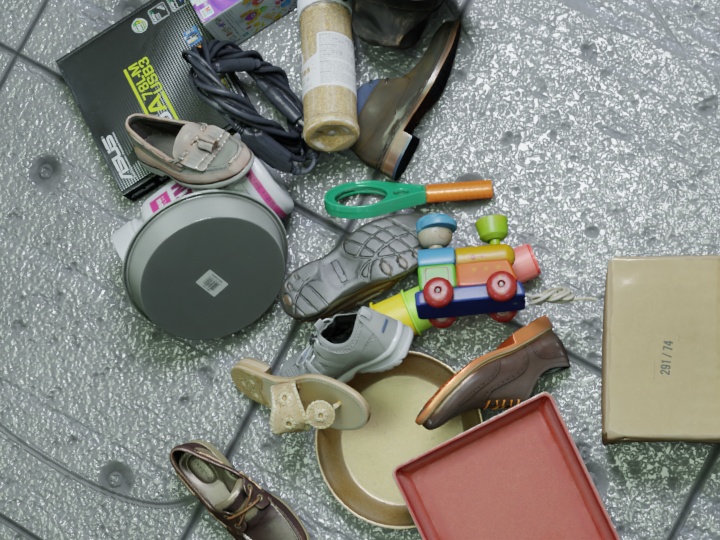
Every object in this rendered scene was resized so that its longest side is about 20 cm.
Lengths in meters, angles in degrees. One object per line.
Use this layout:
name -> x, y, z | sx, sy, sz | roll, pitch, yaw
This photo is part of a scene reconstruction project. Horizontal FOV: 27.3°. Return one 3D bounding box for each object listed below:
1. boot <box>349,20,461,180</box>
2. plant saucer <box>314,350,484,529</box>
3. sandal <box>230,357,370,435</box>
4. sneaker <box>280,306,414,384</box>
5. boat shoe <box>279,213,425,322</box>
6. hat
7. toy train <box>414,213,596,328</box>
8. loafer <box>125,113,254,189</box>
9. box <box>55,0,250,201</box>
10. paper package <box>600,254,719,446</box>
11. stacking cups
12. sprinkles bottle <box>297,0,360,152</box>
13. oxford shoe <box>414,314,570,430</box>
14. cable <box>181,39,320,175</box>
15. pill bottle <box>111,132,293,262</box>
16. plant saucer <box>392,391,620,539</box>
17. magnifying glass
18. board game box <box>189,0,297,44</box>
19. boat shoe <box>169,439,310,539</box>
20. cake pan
boot -> 0.043, -0.217, 1.746 | 0.096, 0.075, 0.202 | 25, 89, 11
plant saucer -> 0.047, 0.194, 1.701 | 0.197, 0.035, 0.203 | -2, 81, 11
sandal -> -0.084, 0.158, 1.674 | 0.210, 0.078, 0.070 | 14, 45, 42
sneaker -> -0.029, 0.082, 1.674 | 0.199, 0.082, 0.075 | -27, 32, 42
boat shoe -> 0.000, 0.000, 1.723 | 0.198, 0.074, 0.076 | -25, 70, 0
hat -> 0.034, -0.301, 1.716 | 0.198, 0.200, 0.082 | 16, 106, 13
toy train -> 0.156, -0.010, 1.644 | 0.197, 0.085, 0.117 | -6, 69, 5
loafer -> -0.203, -0.141, 1.696 | 0.199, 0.063, 0.072 | 13, 58, 47
box -> -0.250, -0.220, 1.821 | 0.192, 0.048, 0.202 | -29, 77, 4
paper package -> 0.358, 0.090, 1.620 | 0.188, 0.103, 0.203 | 0, 81, 10
stacking cups -> 0.110, 0.024, 1.701 | 0.198, 0.060, 0.061 | -25, 77, 7
sprinkles bottle -> -0.038, -0.239, 1.738 | 0.067, 0.068, 0.202 | -9, 60, 10
oxford shoe -> 0.150, 0.128, 1.647 | 0.199, 0.071, 0.073 | -32, 82, -18
cable -> -0.124, -0.206, 1.718 | 0.051, 0.199, 0.164 | -38, 32, 29
pill bottle -> -0.187, -0.062, 1.748 | 0.199, 0.113, 0.114 | -36, 76, 4
plant saucer -> 0.162, 0.265, 1.642 | 0.198, 0.037, 0.202 | -26, 91, 0
magnifying glass -> 0.056, -0.087, 1.733 | 0.197, 0.080, 0.023 | -6, 115, 2
board game box -> -0.115, -0.374, 1.787 | 0.198, 0.105, 0.104 | -31, 76, 5
boat shoe -> -0.143, 0.269, 1.709 | 0.200, 0.072, 0.072 | 42, 91, 14
cake pan -> -0.173, 0.001, 1.700 | 0.199, 0.201, 0.037 | -33, 41, 4
